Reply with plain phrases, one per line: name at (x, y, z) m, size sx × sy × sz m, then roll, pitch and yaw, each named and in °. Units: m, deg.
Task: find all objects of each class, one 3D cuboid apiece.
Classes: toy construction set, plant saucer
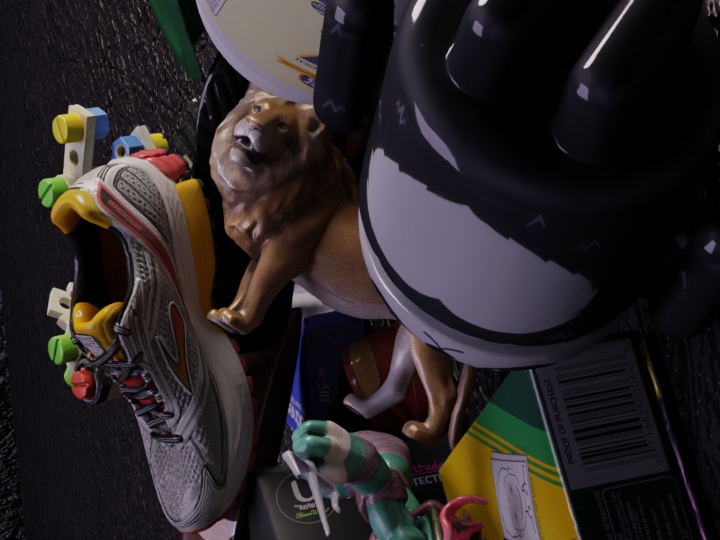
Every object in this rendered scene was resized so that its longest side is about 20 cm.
toy construction set at (-0.162, 0.003, 1.320) m, size 0.131 × 0.092 × 0.201 m, roll 54°, pitch 149°, yaw 25°
plant saucer at (-0.072, 0.116, 1.216) m, size 0.200 × 0.034 × 0.202 m, roll 12°, pitch -90°, yaw -88°

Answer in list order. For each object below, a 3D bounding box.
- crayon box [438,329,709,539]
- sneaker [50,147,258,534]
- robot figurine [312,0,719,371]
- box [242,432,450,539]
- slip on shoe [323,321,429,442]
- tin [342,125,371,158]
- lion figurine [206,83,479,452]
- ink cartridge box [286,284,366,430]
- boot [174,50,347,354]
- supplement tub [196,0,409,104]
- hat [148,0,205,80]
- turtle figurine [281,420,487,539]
crayon box at (0.100, 0.151, 0.899) m, size 0.173 × 0.058 × 0.202 m, roll 116°, pitch 141°, yaw -65°
sneaker at (-0.115, 0.042, 1.098) m, size 0.077 × 0.082 × 0.202 m, roll -11°, pitch 96°, yaw 46°
robot figurine at (0.063, -0.043, 0.774) m, size 0.200 × 0.124 × 0.151 m, roll 105°, pitch 147°, yaw -61°
box at (0.018, 0.215, 1.115) m, size 0.149 × 0.123 × 0.201 m, roll 102°, pitch 155°, yaw -50°
slip on shoe at (0.006, 0.093, 1.204) m, size 0.200 × 0.061 × 0.075 m, roll 103°, pitch 151°, yaw -58°
tin at (-0.028, -0.158, 1.217) m, size 0.112 × 0.042 × 0.201 m, roll 104°, pitch 152°, yaw -65°
lion figurine at (0.000, 0.000, 1.062) m, size 0.123 × 0.199 × 0.072 m, roll -58°, pitch 4°, yaw -7°
ink cartridge box at (-0.043, 0.043, 1.379) m, size 0.200 × 0.044 × 0.095 m, roll -140°, pitch 42°, yaw -66°
boot at (-0.060, -0.075, 1.175) m, size 0.158 × 0.079 × 0.212 m, roll -94°, pitch 20°, yaw -62°
supplement tub at (0.003, -0.153, 0.898) m, size 0.200 × 0.144 × 0.146 m, roll 147°, pitch 112°, yaw -74°
hat at (-0.045, -0.222, 1.096) m, size 0.166 × 0.175 × 0.201 m, roll -120°, pitch 9°, yaw -48°
turtle figurine at (0.008, 0.140, 0.941) m, size 0.200 × 0.100 × 0.151 m, roll -82°, pitch -1°, yaw -83°
